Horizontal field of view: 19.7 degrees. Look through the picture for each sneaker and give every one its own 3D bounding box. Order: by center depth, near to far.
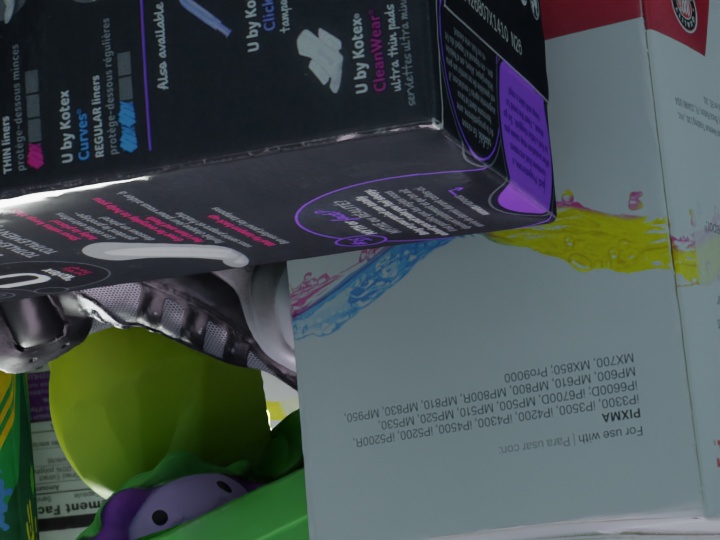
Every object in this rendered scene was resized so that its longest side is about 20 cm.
[{"bbox_3d":[-0.071,0.007,0.777,0.114,0.076,0.200,-34,117,30],"label":"sneaker"}]

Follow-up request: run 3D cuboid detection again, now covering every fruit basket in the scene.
[{"bbox_3d":[-0.053,0.074,0.841,0.214,0.218,0.155,3,164,-38],"label":"fruit basket"}]

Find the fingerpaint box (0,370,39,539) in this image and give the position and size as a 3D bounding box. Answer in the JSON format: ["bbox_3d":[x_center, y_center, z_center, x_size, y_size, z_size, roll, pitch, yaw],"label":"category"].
[{"bbox_3d":[-0.267,0.075,1.035,0.198,0.168,0.073,-4,179,-3],"label":"fingerpaint box"}]

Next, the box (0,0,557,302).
[{"bbox_3d":[-0.055,-0.062,0.603,0.198,0.107,0.122,-8,167,19],"label":"box"}]

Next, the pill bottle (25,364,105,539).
[{"bbox_3d":[-0.153,0.103,1.129,0.110,0.202,0.111,-6,178,0],"label":"pill bottle"}]

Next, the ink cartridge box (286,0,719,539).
[{"bbox_3d":[0.067,-0.002,0.720,0.144,0.202,0.145,-11,168,27],"label":"ink cartridge box"}]

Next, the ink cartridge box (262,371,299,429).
[{"bbox_3d":[0.024,0.033,0.978,0.144,0.084,0.201,-5,143,12],"label":"ink cartridge box"}]
